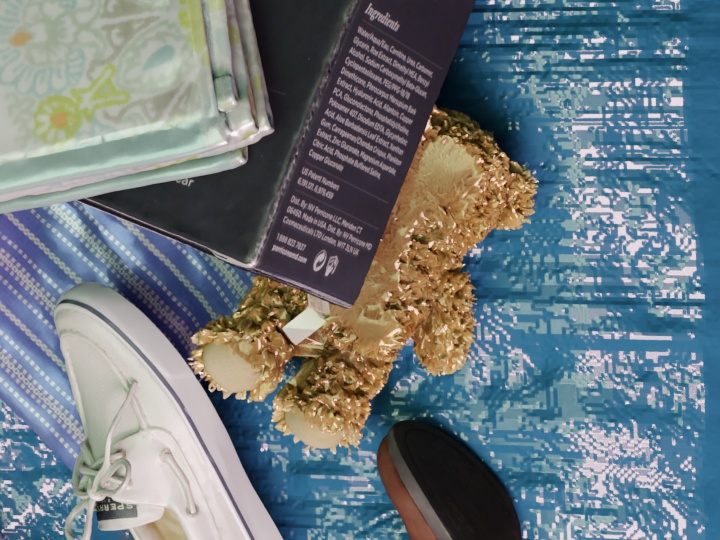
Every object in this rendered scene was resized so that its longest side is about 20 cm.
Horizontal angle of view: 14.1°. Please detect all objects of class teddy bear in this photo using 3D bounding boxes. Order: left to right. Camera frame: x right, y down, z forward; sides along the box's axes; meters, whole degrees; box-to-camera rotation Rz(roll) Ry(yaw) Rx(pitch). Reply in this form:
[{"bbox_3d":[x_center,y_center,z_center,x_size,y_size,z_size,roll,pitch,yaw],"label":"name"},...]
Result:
[{"bbox_3d":[0.000,0.000,1.456,0.144,0.067,0.201,20,109,4],"label":"teddy bear"}]

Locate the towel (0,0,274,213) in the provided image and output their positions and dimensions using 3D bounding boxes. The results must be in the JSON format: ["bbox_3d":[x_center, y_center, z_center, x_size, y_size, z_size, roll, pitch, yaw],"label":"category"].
[{"bbox_3d":[-0.145,-0.117,1.308,0.199,0.048,0.172,-11,82,13],"label":"towel"}]

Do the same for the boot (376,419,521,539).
[{"bbox_3d":[0.011,0.196,1.517,0.200,0.068,0.189,-33,94,33],"label":"boot"}]

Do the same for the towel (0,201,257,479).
[{"bbox_3d":[-0.130,0.004,1.529,0.145,0.024,0.200,43,112,6],"label":"towel"}]

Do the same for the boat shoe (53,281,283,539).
[{"bbox_3d":[-0.114,0.108,1.486,0.074,0.086,0.203,-6,117,53],"label":"boat shoe"}]

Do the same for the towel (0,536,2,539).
[{"bbox_3d":[-0.270,0.235,1.597,0.199,0.086,0.166,-19,95,22],"label":"towel"}]

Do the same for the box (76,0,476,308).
[{"bbox_3d":[-0.068,-0.113,1.380,0.196,0.117,0.201,22,90,28],"label":"box"}]
